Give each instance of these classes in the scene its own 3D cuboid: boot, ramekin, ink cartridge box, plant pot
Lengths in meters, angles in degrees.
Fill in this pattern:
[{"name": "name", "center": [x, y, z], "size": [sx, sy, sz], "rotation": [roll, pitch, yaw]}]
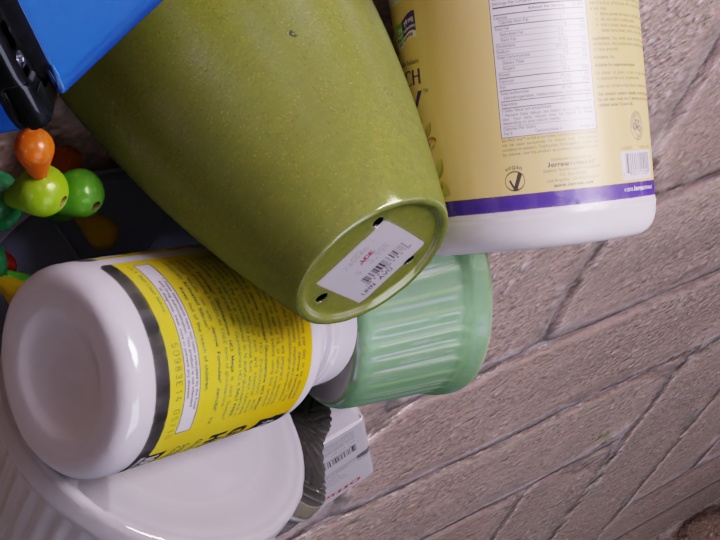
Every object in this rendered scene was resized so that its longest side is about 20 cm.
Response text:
[{"name": "boot", "center": [-0.110, 0.176, 0.855], "size": [0.072, 0.182, 0.200], "rotation": [36, 114, -16]}, {"name": "ramekin", "center": [-0.143, 0.118, 0.713], "size": [0.201, 0.203, 0.095], "rotation": [-1, 136, -49]}, {"name": "ink cartridge box", "center": [-0.071, 0.176, 1.105], "size": [0.145, 0.085, 0.200], "rotation": [-31, 158, -10]}, {"name": "ramekin", "center": [0.000, 0.000, 0.809], "size": [0.097, 0.201, 0.201], "rotation": [-13, 146, -24]}, {"name": "plant pot", "center": [-0.043, -0.077, 0.623], "size": [0.186, 0.201, 0.188], "rotation": [-28, 152, -16]}]

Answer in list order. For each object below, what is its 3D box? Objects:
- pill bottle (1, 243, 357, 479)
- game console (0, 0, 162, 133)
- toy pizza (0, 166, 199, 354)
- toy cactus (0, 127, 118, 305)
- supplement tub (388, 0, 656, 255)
[{"name": "pill bottle", "center": [-0.094, 0.042, 0.660], "size": [0.199, 0.113, 0.113], "rotation": [-10, 144, -51]}, {"name": "game console", "center": [-0.183, -0.164, 0.465], "size": [0.168, 0.119, 0.201], "rotation": [-8, 134, 10]}, {"name": "toy pizza", "center": [-0.172, 0.013, 0.768], "size": [0.198, 0.032, 0.202], "rotation": [-19, 133, -21]}, {"name": "toy cactus", "center": [-0.221, -0.044, 0.610], "size": [0.163, 0.103, 0.201], "rotation": [-10, 149, -6]}, {"name": "supplement tub", "center": [0.092, -0.116, 0.665], "size": [0.143, 0.203, 0.145], "rotation": [-6, -177, 0]}]
